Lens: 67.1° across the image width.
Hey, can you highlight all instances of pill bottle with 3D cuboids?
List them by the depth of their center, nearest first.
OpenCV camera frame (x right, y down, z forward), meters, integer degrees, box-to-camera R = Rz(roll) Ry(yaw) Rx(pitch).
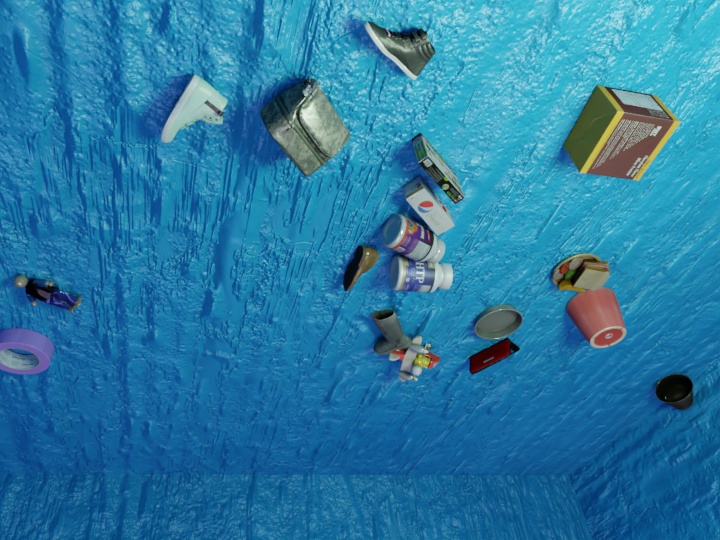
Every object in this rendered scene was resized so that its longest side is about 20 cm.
[{"bbox_3d":[0.174,-0.094,1.740,0.199,0.112,0.111,23,129,-31],"label":"pill bottle"},{"bbox_3d":[0.208,0.013,1.857,0.198,0.120,0.120,3,137,-14],"label":"pill bottle"}]

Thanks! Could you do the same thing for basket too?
[{"bbox_3d":[1.619,0.632,2.776,0.180,0.137,0.200,-35,136,19],"label":"basket"}]

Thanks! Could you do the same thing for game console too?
[{"bbox_3d":[0.582,0.390,2.341,0.199,0.173,0.119,-33,106,24],"label":"game console"}]

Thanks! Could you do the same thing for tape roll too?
[{"bbox_3d":[-1.219,0.293,1.952,0.198,0.066,0.201,-5,139,-4],"label":"tape roll"}]

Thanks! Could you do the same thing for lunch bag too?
[{"bbox_3d":[-0.135,-0.367,1.378,0.167,0.140,0.200,-36,134,5],"label":"lunch bag"}]

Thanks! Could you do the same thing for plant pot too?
[{"bbox_3d":[0.940,0.193,2.139,0.198,0.178,0.202,-5,137,-5],"label":"plant pot"}]

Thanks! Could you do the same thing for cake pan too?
[{"bbox_3d":[0.553,0.206,2.189,0.198,0.037,0.201,-5,137,-5],"label":"cake pan"}]

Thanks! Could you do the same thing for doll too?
[{"bbox_3d":[-1.023,0.076,1.762,0.136,0.049,0.200,-34,133,23],"label":"doll"}]

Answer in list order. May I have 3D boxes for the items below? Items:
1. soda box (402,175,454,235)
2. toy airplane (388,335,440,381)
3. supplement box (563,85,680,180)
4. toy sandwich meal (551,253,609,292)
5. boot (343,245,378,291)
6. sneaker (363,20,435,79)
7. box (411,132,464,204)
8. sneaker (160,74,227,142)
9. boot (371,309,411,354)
[{"bbox_3d":[0.211,-0.197,1.670,0.068,0.064,0.200,-29,134,21],"label":"soda box"},{"bbox_3d":[0.209,0.368,2.226,0.198,0.142,0.200,-29,128,15],"label":"toy airplane"},{"bbox_3d":[0.718,-0.378,1.509,0.198,0.134,0.198,4,136,-14],"label":"supplement box"},{"bbox_3d":[0.811,0.018,2.004,0.203,0.071,0.206,-5,138,-5],"label":"toy sandwich meal"},{"bbox_3d":[0.000,0.000,1.849,0.075,0.074,0.201,5,135,-29],"label":"boot"},{"bbox_3d":[0.098,-0.544,1.272,0.199,0.071,0.099,26,126,-40],"label":"sneaker"},{"bbox_3d":[0.221,-0.287,1.539,0.035,0.111,0.200,-31,133,24],"label":"box"},{"bbox_3d":[-0.413,-0.373,1.356,0.118,0.074,0.200,30,123,-27],"label":"sneaker"},{"bbox_3d":[0.092,0.242,2.123,0.180,0.073,0.200,-21,136,21],"label":"boot"}]
